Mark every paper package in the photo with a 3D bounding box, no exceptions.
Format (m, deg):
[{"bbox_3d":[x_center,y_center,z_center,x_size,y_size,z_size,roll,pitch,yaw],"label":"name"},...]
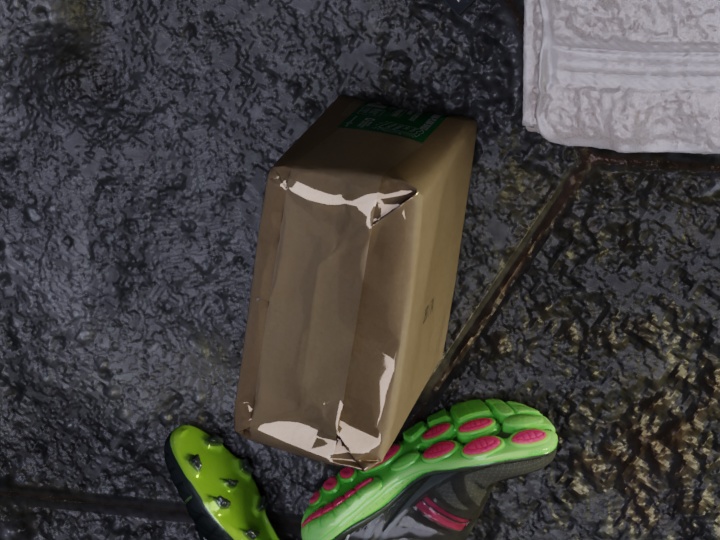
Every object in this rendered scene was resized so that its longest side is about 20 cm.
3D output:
[{"bbox_3d":[0.000,0.000,1.426,0.103,0.200,0.191,12,109,10],"label":"paper package"}]

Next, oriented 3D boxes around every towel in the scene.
[{"bbox_3d":[0.202,-0.143,1.424,0.199,0.034,0.133,2,107,13],"label":"towel"}]

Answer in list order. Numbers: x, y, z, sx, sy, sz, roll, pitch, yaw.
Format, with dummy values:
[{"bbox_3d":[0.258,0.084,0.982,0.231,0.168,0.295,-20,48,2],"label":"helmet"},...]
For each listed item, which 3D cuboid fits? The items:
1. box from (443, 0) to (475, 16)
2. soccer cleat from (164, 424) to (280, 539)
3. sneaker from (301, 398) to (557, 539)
[{"bbox_3d":[0.050,-0.285,1.397,0.200,0.079,0.141,46,113,-3],"label":"box"},{"bbox_3d":[-0.088,0.203,1.583,0.081,0.068,0.200,-32,98,33],"label":"soccer cleat"},{"bbox_3d":[0.055,0.154,1.537,0.200,0.077,0.084,-27,116,22],"label":"sneaker"}]
